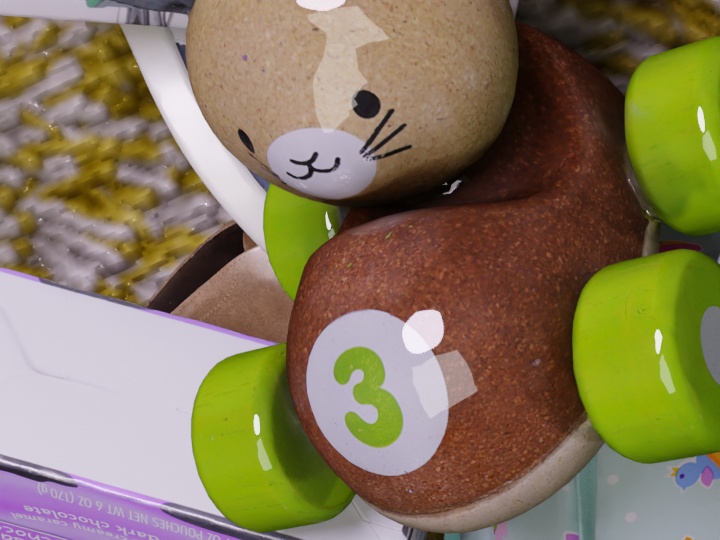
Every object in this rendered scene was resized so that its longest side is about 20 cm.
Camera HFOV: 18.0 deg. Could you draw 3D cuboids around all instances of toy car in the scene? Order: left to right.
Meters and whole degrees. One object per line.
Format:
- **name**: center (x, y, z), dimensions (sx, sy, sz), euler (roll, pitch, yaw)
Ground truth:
- **toy car**: center (-0.002, -0.040, 0.624), dimensions (0.163, 0.159, 0.200), euler (-14, 133, 35)

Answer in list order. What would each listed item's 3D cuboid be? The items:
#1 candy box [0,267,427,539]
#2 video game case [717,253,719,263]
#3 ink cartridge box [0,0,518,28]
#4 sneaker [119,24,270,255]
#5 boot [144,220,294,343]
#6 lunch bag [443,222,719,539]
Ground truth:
- **candy box**: center (-0.063, 0.098, 0.802), dimensions (0.167, 0.072, 0.200), euler (14, 148, 6)
- **video game case**: center (0.214, -0.024, 0.711), dimensions (0.199, 0.022, 0.184), euler (21, 79, -16)
- **ink cartridge box**: center (-0.048, -0.153, 0.706), dimensions (0.198, 0.147, 0.085), euler (4, 144, -4)
- **sneaker**: center (-0.041, -0.095, 0.773), dimensions (0.084, 0.075, 0.201), euler (-29, 83, 1)
- **boot**: center (0.000, 0.000, 0.807), dimensions (0.200, 0.074, 0.075), euler (-36, 111, 21)
- **lunch bag**: center (0.120, 0.086, 0.768), dimensions (0.169, 0.122, 0.201), euler (-12, 116, -21)
